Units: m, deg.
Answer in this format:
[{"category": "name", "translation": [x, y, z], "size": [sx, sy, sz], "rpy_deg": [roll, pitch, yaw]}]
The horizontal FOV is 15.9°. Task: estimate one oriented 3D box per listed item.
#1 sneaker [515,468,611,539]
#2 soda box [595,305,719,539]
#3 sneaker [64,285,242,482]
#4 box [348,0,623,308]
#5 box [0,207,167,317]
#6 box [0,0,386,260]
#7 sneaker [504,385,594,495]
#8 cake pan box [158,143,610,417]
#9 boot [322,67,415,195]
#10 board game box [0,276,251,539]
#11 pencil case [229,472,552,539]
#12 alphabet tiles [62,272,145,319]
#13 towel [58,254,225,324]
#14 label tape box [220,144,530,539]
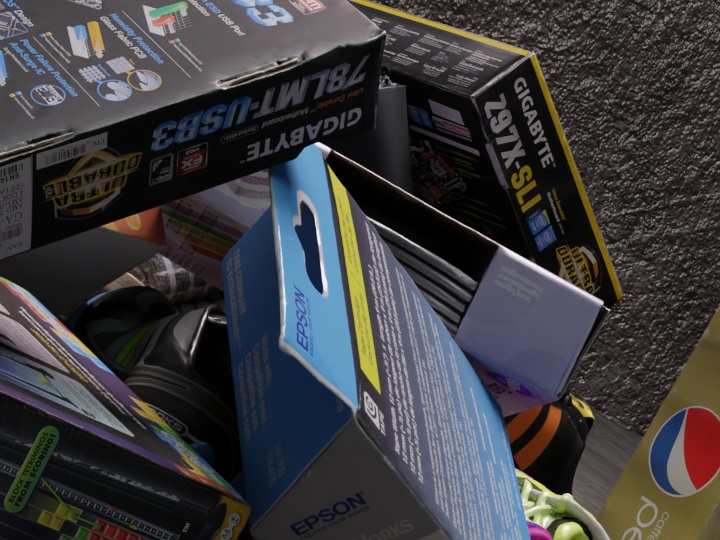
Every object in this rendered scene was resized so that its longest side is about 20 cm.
[{"category": "sneaker", "translation": [0.066, 0.113, 1.171], "size": [0.200, 0.075, 0.077], "rpy_deg": [41, -40, 7]}, {"category": "soda box", "translation": [0.163, 0.124, 1.245], "size": [0.068, 0.201, 0.064], "rpy_deg": [28, 5, -41]}, {"category": "sneaker", "translation": [-0.073, 0.051, 1.037], "size": [0.200, 0.082, 0.071], "rpy_deg": [-124, -170, -74]}, {"category": "box", "translation": [0.042, -0.060, 1.389], "size": [0.200, 0.049, 0.160], "rpy_deg": [24, -37, 52]}, {"category": "box", "translation": [-0.188, -0.065, 1.046], "size": [0.199, 0.097, 0.125], "rpy_deg": [18, 52, -47]}, {"category": "box", "translation": [-0.127, -0.090, 0.906], "size": [0.198, 0.050, 0.200], "rpy_deg": [-20, 46, -33]}, {"category": "sneaker", "translation": [0.079, 0.067, 1.374], "size": [0.089, 0.201, 0.070], "rpy_deg": [-14, 25, -16]}, {"category": "cake pan box", "translation": [0.000, 0.000, 1.118], "size": [0.183, 0.053, 0.200], "rpy_deg": [28, -10, -6]}, {"category": "boot", "translation": [-0.021, -0.007, 1.349], "size": [0.076, 0.169, 0.200], "rpy_deg": [-9, -6, -30]}, {"category": "board game box", "translation": [-0.152, 0.036, 0.889], "size": [0.165, 0.057, 0.200], "rpy_deg": [27, 6, -36]}, {"category": "pencil case", "translation": [-0.009, 0.097, 1.113], "size": [0.200, 0.089, 0.088], "rpy_deg": [35, 5, 36]}, {"category": "alphabet tiles", "translation": [-0.168, -0.006, 1.285], "size": [0.195, 0.015, 0.200], "rpy_deg": [42, -16, -28]}, {"category": "towel", "translation": [-0.119, -0.034, 1.463], "size": [0.165, 0.086, 0.200], "rpy_deg": [-14, 38, -45]}, {"category": "label tape box", "translation": [-0.006, 0.052, 0.946], "size": [0.200, 0.066, 0.144], "rpy_deg": [52, 19, -37]}]
